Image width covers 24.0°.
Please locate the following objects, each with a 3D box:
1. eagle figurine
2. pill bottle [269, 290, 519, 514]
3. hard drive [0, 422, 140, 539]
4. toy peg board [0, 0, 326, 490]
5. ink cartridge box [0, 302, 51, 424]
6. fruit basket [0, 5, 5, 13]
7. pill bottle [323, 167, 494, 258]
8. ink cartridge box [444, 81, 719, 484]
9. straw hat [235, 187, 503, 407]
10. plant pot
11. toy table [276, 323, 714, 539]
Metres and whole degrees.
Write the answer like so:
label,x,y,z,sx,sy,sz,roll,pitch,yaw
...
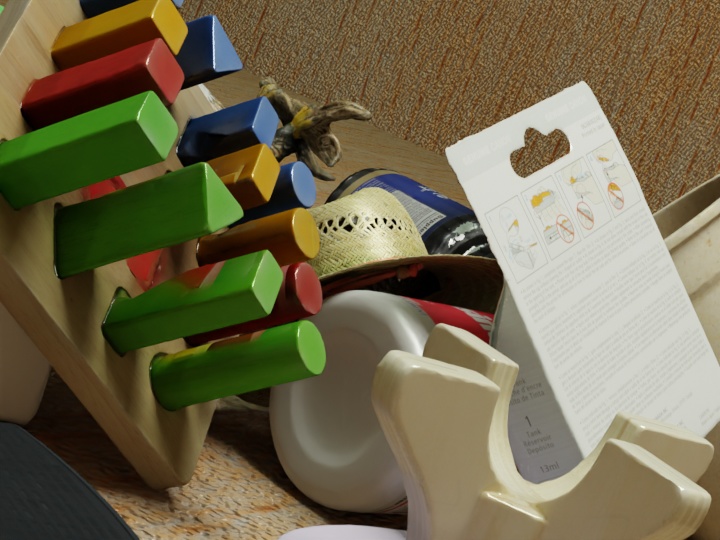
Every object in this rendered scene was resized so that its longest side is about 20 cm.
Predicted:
label,x,y,z,sx,sy,sz,roll,pitch,yaw
eagle figurine,-0.117,-0.073,1.125,0.200,0.152,0.151,-28,78,-26
pill bottle,0.056,0.077,0.912,0.200,0.113,0.112,11,13,-46
hard drive,-0.137,0.097,0.581,0.134,0.042,0.200,14,11,-35
toy peg board,-0.080,-0.043,0.782,0.097,0.200,0.200,-14,37,26
ink cartridge box,-0.253,-0.006,0.794,0.199,0.084,0.145,15,11,-35
fruit basket,-0.164,-0.070,0.920,0.185,0.094,0.200,29,-3,30
pill bottle,0.060,-0.005,1.400,0.112,0.112,0.200,12,13,-42
ink cartridge box,0.108,0.017,0.877,0.050,0.201,0.162,-25,2,38
straw hat,0.000,0.000,0.957,0.201,0.201,0.085,11,55,-46
plant pot,0.216,0.061,1.058,0.184,0.200,0.200,55,11,-1
toy table,0.064,0.108,0.737,0.200,0.118,0.184,13,12,-46
